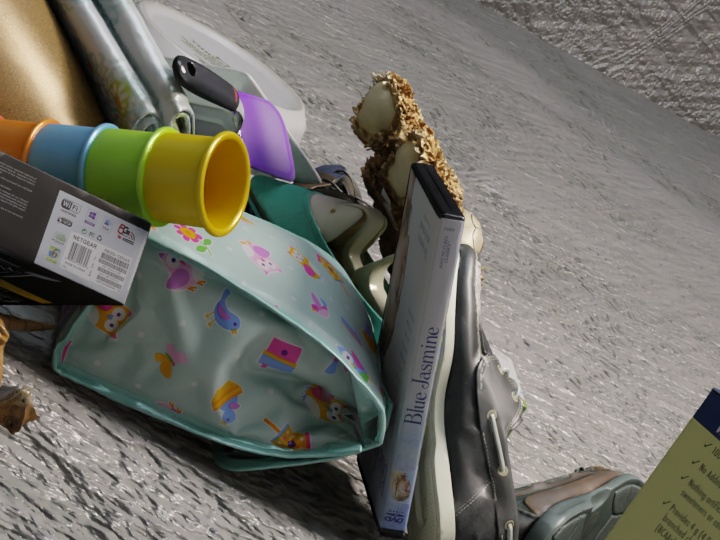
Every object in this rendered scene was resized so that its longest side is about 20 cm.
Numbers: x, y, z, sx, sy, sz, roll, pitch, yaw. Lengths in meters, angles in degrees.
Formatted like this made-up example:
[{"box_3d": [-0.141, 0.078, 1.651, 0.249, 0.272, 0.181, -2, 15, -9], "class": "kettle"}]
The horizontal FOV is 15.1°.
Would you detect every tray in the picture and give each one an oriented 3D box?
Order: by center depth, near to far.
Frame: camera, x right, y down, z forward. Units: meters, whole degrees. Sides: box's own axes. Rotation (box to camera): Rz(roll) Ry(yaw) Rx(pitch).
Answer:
[{"box_3d": [-0.119, -0.106, 1.895, 0.200, 0.022, 0.107, 15, -31, 48], "class": "tray"}]

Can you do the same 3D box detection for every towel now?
[{"box_3d": [-0.167, -0.138, 1.740, 0.200, 0.048, 0.171, 58, -16, 19], "class": "towel"}]

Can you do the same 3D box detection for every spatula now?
[{"box_3d": [-0.082, -0.104, 1.721, 0.200, 0.020, 0.057, 40, 37, -71], "class": "spatula"}]

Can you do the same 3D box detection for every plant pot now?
[{"box_3d": [-0.248, -0.112, 1.679, 0.200, 0.186, 0.186, 48, 12, -5], "class": "plant pot"}]

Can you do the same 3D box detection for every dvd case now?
[{"box_3d": [0.028, 0.046, 1.644, 0.017, 0.201, 0.143, 8, 13, -9], "class": "dvd case"}]

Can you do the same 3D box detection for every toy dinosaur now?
[{"box_3d": [-0.214, 0.036, 1.484, 0.106, 0.060, 0.200, 60, 3, -21], "class": "toy dinosaur"}]

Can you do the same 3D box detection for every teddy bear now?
[{"box_3d": [0.044, -0.050, 1.798, 0.145, 0.067, 0.200, 55, -12, 48], "class": "teddy bear"}]

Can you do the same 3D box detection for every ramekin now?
[{"box_3d": [-0.134, -0.132, 2.157, 0.202, 0.094, 0.202, 32, 13, -9], "class": "ramekin"}]

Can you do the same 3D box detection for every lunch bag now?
[{"box_3d": [-0.076, 0.037, 1.637, 0.200, 0.122, 0.170, 26, 13, -10], "class": "lunch bag"}]

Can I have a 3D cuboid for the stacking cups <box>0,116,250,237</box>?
[{"box_3d": [-0.164, -0.062, 1.547, 0.199, 0.061, 0.060, 9, 3, 23], "class": "stacking cups"}]

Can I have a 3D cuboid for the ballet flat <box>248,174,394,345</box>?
[{"box_3d": [0.000, 0.000, 1.775, 0.067, 0.070, 0.200, 11, 41, -58], "class": "ballet flat"}]

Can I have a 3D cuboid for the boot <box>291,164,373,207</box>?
[{"box_3d": [-0.027, -0.049, 1.918, 0.075, 0.097, 0.200, 57, -25, -12], "class": "boot"}]

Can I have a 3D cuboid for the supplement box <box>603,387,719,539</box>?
[{"box_3d": [0.248, 0.214, 1.611, 0.200, 0.200, 0.134, 43, 15, 33], "class": "supplement box"}]

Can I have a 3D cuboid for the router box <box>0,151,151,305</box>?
[{"box_3d": [-0.240, -0.039, 1.501, 0.200, 0.052, 0.157, 26, -15, -32], "class": "router box"}]

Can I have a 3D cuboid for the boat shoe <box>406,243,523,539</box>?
[{"box_3d": [0.066, 0.081, 1.678, 0.067, 0.201, 0.072, 2, -8, -18], "class": "boat shoe"}]

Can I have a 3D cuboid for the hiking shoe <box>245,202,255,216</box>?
[{"box_3d": [-0.102, -0.030, 1.881, 0.074, 0.087, 0.200, 29, 14, -23], "class": "hiking shoe"}]

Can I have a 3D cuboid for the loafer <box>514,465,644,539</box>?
[{"box_3d": [0.136, 0.159, 1.835, 0.063, 0.072, 0.200, 32, 14, 20], "class": "loafer"}]

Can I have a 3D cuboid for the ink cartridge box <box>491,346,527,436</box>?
[{"box_3d": [0.029, 0.055, 1.923, 0.148, 0.076, 0.200, 31, 14, -12], "class": "ink cartridge box"}]
